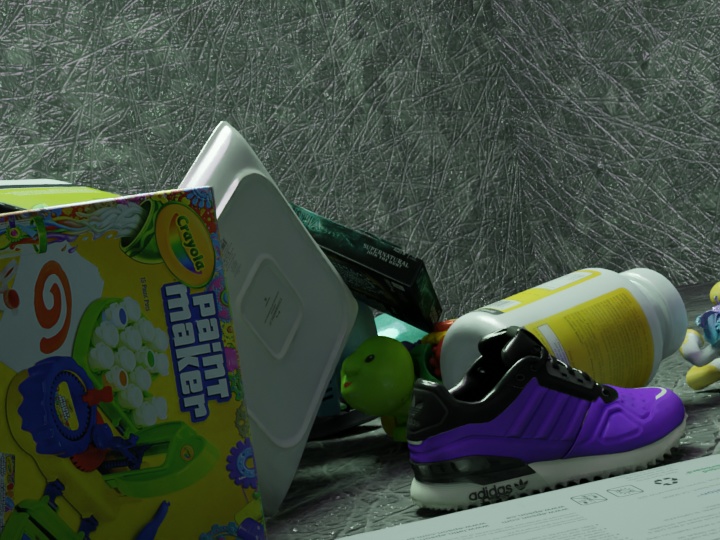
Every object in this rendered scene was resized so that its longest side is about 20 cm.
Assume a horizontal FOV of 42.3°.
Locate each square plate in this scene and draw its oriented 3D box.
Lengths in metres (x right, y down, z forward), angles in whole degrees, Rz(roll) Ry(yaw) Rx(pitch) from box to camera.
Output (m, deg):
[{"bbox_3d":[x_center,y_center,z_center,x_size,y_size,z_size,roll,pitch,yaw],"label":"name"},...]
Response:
[{"bbox_3d":[-0.071,0.029,0.640,0.028,0.199,0.201,-11,39,32],"label":"square plate"}]

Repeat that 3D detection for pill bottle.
[{"bbox_3d":[0.170,0.063,0.753,0.199,0.113,0.112,-17,3,-32],"label":"pill bottle"}]

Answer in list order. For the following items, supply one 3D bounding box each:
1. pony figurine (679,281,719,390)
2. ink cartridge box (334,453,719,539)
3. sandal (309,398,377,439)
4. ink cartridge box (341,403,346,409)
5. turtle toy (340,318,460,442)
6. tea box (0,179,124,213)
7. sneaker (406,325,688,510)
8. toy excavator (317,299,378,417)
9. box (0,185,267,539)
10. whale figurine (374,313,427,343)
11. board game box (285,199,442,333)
[{"bbox_3d":[0.351,0.037,0.746,0.193,0.167,0.200,-42,1,1],"label":"pony figurine"},{"bbox_3d":[0.102,0.109,0.304,0.194,0.044,0.200,-8,0,-13],"label":"ink cartridge box"},{"bbox_3d":[-0.070,0.158,1.019,0.199,0.043,0.076,-11,-2,35],"label":"sandal"},{"bbox_3d":[-0.064,0.144,1.270,0.145,0.085,0.199,-9,-1,-44],"label":"ink cartridge box"},{"bbox_3d":[0.073,0.098,0.828,0.198,0.102,0.145,-9,-2,-32],"label":"turtle toy"},{"bbox_3d":[-0.288,0.029,0.845,0.195,0.202,0.133,15,15,36],"label":"tea box"},{"bbox_3d":[0.120,0.082,0.596,0.198,0.101,0.069,-10,1,-19],"label":"sneaker"},{"bbox_3d":[0.001,0.088,0.905,0.198,0.101,0.195,-9,-40,-3],"label":"toy excavator"},{"bbox_3d":[-0.155,0.072,0.468,0.191,0.202,0.122,-9,4,-13],"label":"box"},{"bbox_3d":[0.006,0.100,1.101,0.198,0.105,0.159,3,9,-15],"label":"whale figurine"},{"bbox_3d":[0.000,0.000,0.818,0.134,0.028,0.200,24,-9,14],"label":"board game box"}]
